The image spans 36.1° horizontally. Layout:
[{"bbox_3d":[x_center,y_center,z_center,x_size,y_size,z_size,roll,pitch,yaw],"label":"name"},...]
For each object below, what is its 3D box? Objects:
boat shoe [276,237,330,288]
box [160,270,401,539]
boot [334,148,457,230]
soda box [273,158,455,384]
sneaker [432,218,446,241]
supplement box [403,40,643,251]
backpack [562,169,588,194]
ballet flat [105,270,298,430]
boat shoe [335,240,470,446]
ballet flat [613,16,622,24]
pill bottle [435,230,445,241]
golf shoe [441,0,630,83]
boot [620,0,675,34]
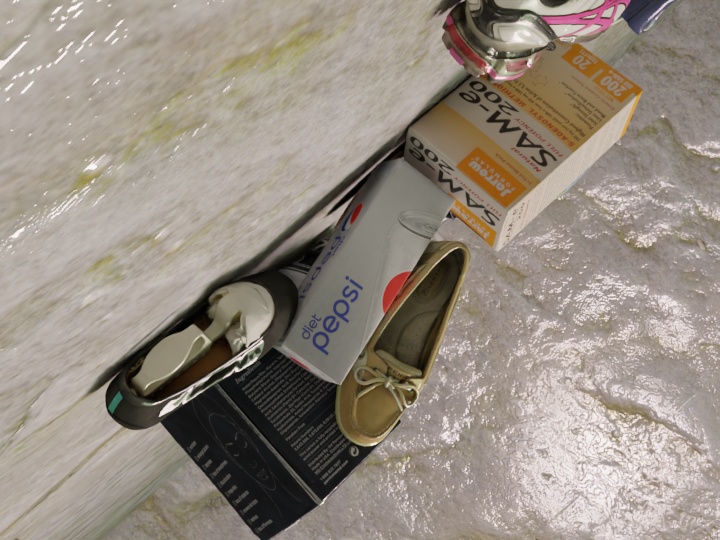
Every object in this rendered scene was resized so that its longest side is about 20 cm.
[{"bbox_3d":[-0.032,-0.003,1.170,0.200,0.071,0.068,7,98,-68],"label":"boat shoe"},{"bbox_3d":[-0.094,0.140,1.089,0.124,0.197,0.200,-41,176,-30],"label":"box"},{"bbox_3d":[0.071,-0.080,1.090,0.200,0.097,0.075,-42,176,-14],"label":"boot"},{"bbox_3d":[0.000,0.000,0.993,0.201,0.068,0.063,-57,-164,-11],"label":"soda box"},{"bbox_3d":[0.049,-0.073,1.221,0.077,0.085,0.201,-14,142,-24],"label":"sneaker"},{"bbox_3d":[0.151,-0.132,1.038,0.200,0.126,0.074,-42,161,-23],"label":"supplement box"},{"bbox_3d":[0.261,-0.176,1.640,0.200,0.147,0.183,-40,175,8],"label":"backpack"},{"bbox_3d":[-0.121,0.057,0.902,0.200,0.068,0.069,-41,168,-28],"label":"ballet flat"},{"bbox_3d":[0.040,0.064,0.995,0.201,0.073,0.063,-60,-169,-10],"label":"boat shoe"},{"bbox_3d":[0.210,-0.251,0.925,0.200,0.069,0.069,-42,177,-28],"label":"ballet flat"},{"bbox_3d":[0.008,0.013,1.388,0.200,0.113,0.113,-41,176,-15],"label":"pill bottle"},{"bbox_3d":[0.140,-0.191,0.716,0.200,0.073,0.092,-39,174,-40],"label":"golf shoe"},{"bbox_3d":[0.240,-0.265,0.788,0.073,0.090,0.200,-38,175,-45],"label":"boot"}]
